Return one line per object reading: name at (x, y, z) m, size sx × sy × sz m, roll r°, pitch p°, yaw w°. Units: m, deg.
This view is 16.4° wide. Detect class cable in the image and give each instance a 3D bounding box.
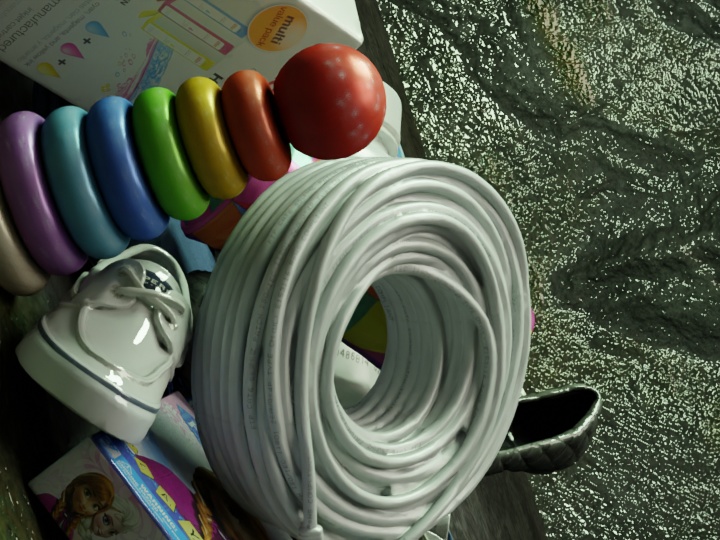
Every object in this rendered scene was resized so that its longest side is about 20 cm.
cable at (0.004, 0.041, 1.248) m, size 0.200 × 0.069 × 0.200 m, roll -31°, pitch 119°, yaw -38°

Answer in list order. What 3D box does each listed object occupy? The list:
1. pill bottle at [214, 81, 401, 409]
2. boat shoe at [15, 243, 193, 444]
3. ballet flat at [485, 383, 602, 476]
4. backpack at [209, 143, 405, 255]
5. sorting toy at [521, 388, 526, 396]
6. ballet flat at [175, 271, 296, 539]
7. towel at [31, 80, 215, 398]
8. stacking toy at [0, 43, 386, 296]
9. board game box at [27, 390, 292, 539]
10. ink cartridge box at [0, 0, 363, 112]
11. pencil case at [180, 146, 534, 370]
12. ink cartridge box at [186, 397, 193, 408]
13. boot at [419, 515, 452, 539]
pill bottle at (-0.030, -0.013, 1.495) m, size 0.114 × 0.113 × 0.201 m, roll 57°, pitch 36°, yaw -63°
boat shoe at (-0.114, 0.025, 1.183) m, size 0.073 × 0.065 × 0.200 m, roll 34°, pitch 7°, yaw -12°
ballet flat at (0.068, 0.089, 1.448) m, size 0.066 × 0.057 × 0.200 m, roll 43°, pitch 24°, yaw 28°
backpack at (-0.048, -0.071, 1.673) m, size 0.200 × 0.147 × 0.183 m, roll 55°, pitch 14°, yaw -50°
sorting toy at (-0.016, 0.068, 1.571) m, size 0.107 × 0.200 × 0.180 m, roll 3°, pitch 63°, yaw -58°
ballet flat at (-0.039, 0.087, 1.316) m, size 0.200 × 0.066 × 0.057 m, roll 51°, pitch -8°, yaw -9°
towel at (-0.127, -0.026, 1.368) m, size 0.200 × 0.048 × 0.112 m, roll 62°, pitch 11°, yaw -48°
stacking toy at (-0.084, -0.057, 1.167) m, size 0.085 × 0.199 × 0.086 m, roll -18°, pitch 90°, yaw -82°
board game box at (-0.062, 0.157, 1.207) m, size 0.200 × 0.041 × 0.200 m, roll 53°, pitch 7°, yaw 1°
ink cartridge box at (-0.099, -0.155, 1.288) m, size 0.200 × 0.128 × 0.125 m, roll 31°, pitch 33°, yaw -38°
pencil case at (0.000, 0.000, 1.354) m, size 0.200 × 0.088 × 0.088 m, roll 37°, pitch 21°, yaw -19°
ink cartridge box at (-0.058, 0.174, 1.414) m, size 0.094 × 0.044 × 0.200 m, roll -77°, pitch 149°, yaw -72°
boot at (0.004, 0.140, 1.400) m, size 0.074 × 0.095 × 0.200 m, roll -84°, pitch 155°, yaw -64°
